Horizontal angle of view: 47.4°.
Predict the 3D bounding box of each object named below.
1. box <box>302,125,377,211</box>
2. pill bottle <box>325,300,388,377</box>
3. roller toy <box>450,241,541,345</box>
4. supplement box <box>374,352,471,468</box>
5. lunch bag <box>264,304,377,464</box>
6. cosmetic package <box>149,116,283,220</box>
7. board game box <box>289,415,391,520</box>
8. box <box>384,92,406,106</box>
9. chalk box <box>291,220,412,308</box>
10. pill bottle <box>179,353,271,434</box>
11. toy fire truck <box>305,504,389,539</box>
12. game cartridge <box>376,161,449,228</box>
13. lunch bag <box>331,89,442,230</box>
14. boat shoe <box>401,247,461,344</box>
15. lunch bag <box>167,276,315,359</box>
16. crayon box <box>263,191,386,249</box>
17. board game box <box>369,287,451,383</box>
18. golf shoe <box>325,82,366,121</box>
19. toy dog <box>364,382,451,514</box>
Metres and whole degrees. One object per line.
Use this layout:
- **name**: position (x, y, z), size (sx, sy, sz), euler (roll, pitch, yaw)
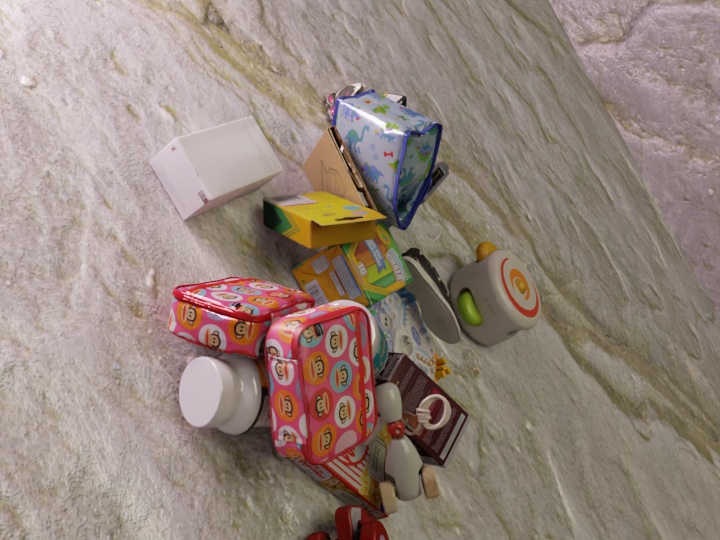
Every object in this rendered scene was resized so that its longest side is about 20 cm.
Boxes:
- **box**: position (-0.040, -0.149, 1.460), size (0.021, 0.200, 0.164), euler (-25, 86, -19)
- **pill bottle**: position (-0.014, 0.121, 1.318), size (0.200, 0.110, 0.111), euler (62, 11, -73)
- **roller toy**: position (0.296, 0.054, 1.764), size (0.182, 0.139, 0.201), euler (39, 41, -28)
- **supplement box**: position (0.095, 0.243, 1.423), size (0.200, 0.061, 0.109), euler (45, 63, -27)
- **lunch bag**: position (-0.043, 0.150, 1.130), size (0.176, 0.082, 0.201), euler (-16, 105, -49)
- **cosmetic package**: position (-0.228, -0.169, 1.327), size (0.200, 0.081, 0.113), euler (-31, 91, -53)
- **board game box**: position (-0.021, 0.280, 1.308), size (0.200, 0.046, 0.152), euler (43, 40, -23)
- **box**: position (0.042, -0.229, 1.619), size (0.160, 0.049, 0.201), euler (-54, 151, -55)
- **chalk box**: position (0.000, 0.000, 1.454), size (0.200, 0.124, 0.125), euler (-30, 92, -54)
- **pill bottle**: position (-0.148, 0.174, 1.165), size (0.199, 0.116, 0.117), euler (10, 59, -47)
- **toy fire truck**: position (0.006, 0.449, 1.197), size (0.168, 0.111, 0.201), euler (43, 33, -63)
- **game cartridge**: position (0.101, -0.149, 1.666), size (0.042, 0.133, 0.200), euler (55, 31, -9)
- **lunch bag**: position (0.037, -0.191, 1.442), size (0.170, 0.201, 0.127), euler (33, 37, 32)
- **boat shoe**: position (0.137, 0.048, 1.560), size (0.200, 0.074, 0.060), euler (53, 43, -9)
- **lunch bag**: position (-0.177, 0.061, 1.178), size (0.200, 0.175, 0.083), euler (-11, 114, -65)
- **crayon box**: position (-0.063, -0.083, 1.356), size (0.126, 0.200, 0.051), euler (-9, 110, -31)
- **board game box**: position (0.085, 0.140, 1.527), size (0.200, 0.026, 0.201), euler (-28, 97, -54)
- **golf shoe**: position (-0.008, -0.283, 1.664), size (0.077, 0.088, 0.201), euler (-2, 71, -53)
- **toy dog**: position (0.062, 0.276, 1.286), size (0.131, 0.096, 0.201), euler (7, 89, -6)
